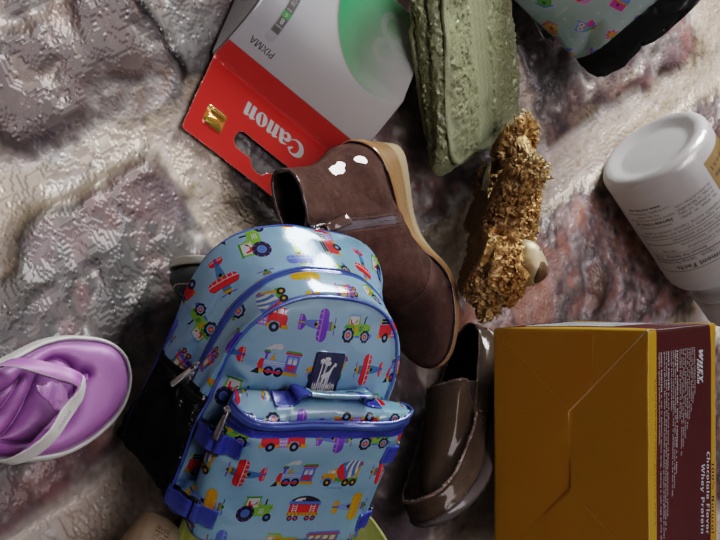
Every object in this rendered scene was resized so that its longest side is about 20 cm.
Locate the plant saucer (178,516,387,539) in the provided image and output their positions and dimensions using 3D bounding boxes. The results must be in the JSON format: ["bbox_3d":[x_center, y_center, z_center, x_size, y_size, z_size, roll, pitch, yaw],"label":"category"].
[{"bbox_3d":[-0.055,0.240,1.178,0.200,0.031,0.200,19,52,-26],"label":"plant saucer"}]

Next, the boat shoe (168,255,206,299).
[{"bbox_3d":[-0.068,0.048,1.204,0.200,0.073,0.062,32,60,-40],"label":"boat shoe"}]

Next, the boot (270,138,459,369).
[{"bbox_3d":[0.000,0.000,1.246,0.166,0.072,0.200,-25,102,-56],"label":"boot"}]

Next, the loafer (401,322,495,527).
[{"bbox_3d":[0.074,0.125,1.329,0.071,0.073,0.200,45,47,-24],"label":"loafer"}]

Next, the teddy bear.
[{"bbox_3d":[0.129,-0.046,1.343,0.067,0.145,0.200,20,27,-8],"label":"teddy bear"}]

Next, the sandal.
[{"bbox_3d":[-0.229,0.093,1.065,0.203,0.050,0.083,-14,94,-43],"label":"sandal"}]

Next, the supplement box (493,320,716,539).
[{"bbox_3d":[0.212,0.143,1.352,0.200,0.133,0.197,-1,90,-62],"label":"supplement box"}]

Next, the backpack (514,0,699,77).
[{"bbox_3d":[0.200,-0.285,1.430,0.200,0.167,0.127,41,31,-15],"label":"backpack"}]

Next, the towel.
[{"bbox_3d":[0.093,-0.193,1.359,0.148,0.036,0.200,-40,129,-49],"label":"towel"}]

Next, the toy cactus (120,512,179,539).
[{"bbox_3d":[-0.170,0.233,1.058,0.200,0.102,0.165,28,55,-4],"label":"toy cactus"}]

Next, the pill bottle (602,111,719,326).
[{"bbox_3d":[0.331,-0.045,1.548,0.200,0.114,0.114,53,54,-24],"label":"pill bottle"}]

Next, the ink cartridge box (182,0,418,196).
[{"bbox_3d":[-0.040,-0.157,1.274,0.161,0.050,0.200,37,59,-33],"label":"ink cartridge box"}]

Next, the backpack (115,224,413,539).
[{"bbox_3d":[-0.050,0.076,1.116,0.183,0.135,0.200,10,113,-35],"label":"backpack"}]
